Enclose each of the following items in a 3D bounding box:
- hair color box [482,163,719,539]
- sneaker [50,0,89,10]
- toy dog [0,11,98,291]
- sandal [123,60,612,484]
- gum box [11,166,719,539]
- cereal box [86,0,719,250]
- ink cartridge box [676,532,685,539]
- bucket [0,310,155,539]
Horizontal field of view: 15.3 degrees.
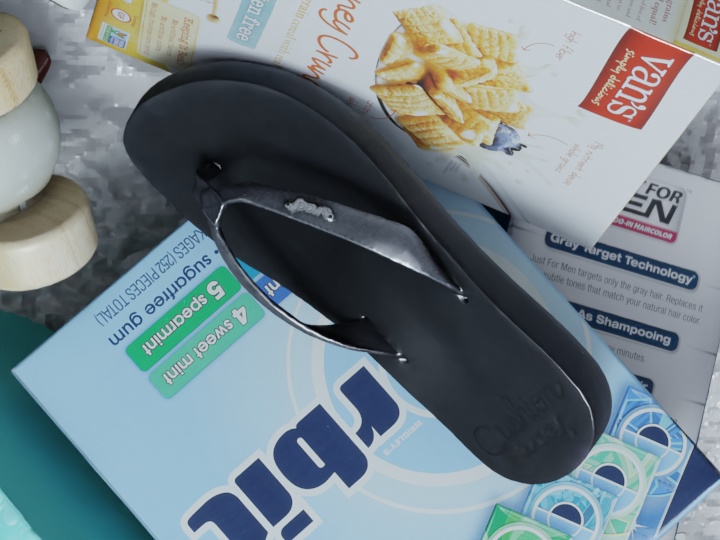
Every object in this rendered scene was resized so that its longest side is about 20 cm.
[{"bbox_3d":[0.077,0.053,1.043,0.100,0.061,0.200,16,83,-19],"label":"hair color box"},{"bbox_3d":[-0.133,-0.163,0.904,0.085,0.073,0.200,-47,150,9],"label":"sneaker"},{"bbox_3d":[-0.189,-0.052,0.988,0.200,0.096,0.132,12,122,0],"label":"toy dog"},{"bbox_3d":[0.001,0.000,0.921,0.200,0.043,0.076,38,131,5],"label":"sandal"},{"bbox_3d":[0.002,0.058,0.976,0.170,0.045,0.200,-40,84,-6],"label":"gum box"},{"bbox_3d":[0.015,-0.086,0.905,0.200,0.040,0.144,23,153,-4],"label":"cereal box"},{"bbox_3d":[0.039,0.170,1.154,0.200,0.076,0.148,-11,121,-5],"label":"ink cartridge box"},{"bbox_3d":[-0.138,0.122,1.025,0.135,0.207,0.207,-43,118,15],"label":"bucket"}]
